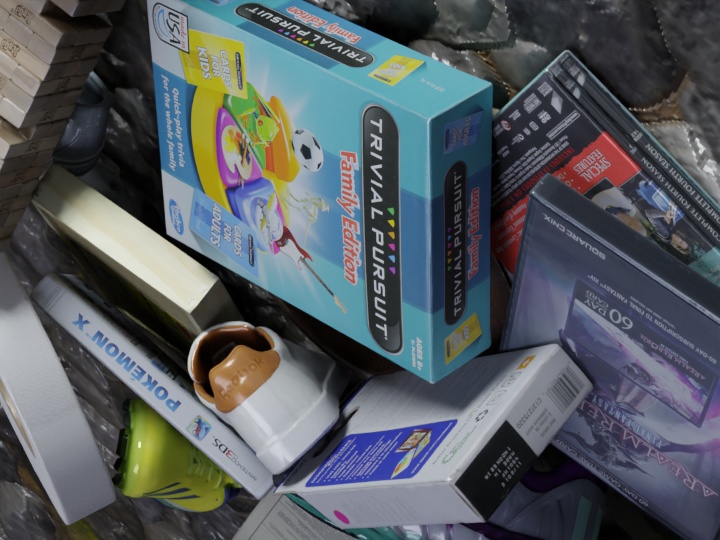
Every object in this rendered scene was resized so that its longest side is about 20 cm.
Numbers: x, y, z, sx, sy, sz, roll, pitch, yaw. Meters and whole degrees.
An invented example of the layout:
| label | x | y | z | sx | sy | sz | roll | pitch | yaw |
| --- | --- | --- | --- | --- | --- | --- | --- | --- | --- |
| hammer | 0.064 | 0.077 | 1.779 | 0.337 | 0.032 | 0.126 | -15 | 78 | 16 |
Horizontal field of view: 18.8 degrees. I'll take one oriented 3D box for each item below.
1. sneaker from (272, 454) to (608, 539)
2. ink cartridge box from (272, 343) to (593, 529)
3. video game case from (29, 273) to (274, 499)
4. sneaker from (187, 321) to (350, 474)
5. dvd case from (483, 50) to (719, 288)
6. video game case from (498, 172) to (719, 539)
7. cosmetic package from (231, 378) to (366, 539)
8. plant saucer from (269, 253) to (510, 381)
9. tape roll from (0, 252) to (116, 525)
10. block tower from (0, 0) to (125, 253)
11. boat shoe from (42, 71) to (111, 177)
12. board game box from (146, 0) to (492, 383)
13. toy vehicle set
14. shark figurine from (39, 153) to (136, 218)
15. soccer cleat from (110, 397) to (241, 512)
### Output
| label | x | y | z | sx | sy | sz | roll | pitch | yaw |
| --- | --- | --- | --- | --- | --- | --- | --- | --- | --- |
| sneaker | 0.049 | 0.119 | 1.217 | 0.199 | 0.088 | 0.074 | 15 | 163 | 26 |
| ink cartridge box | 0.033 | 0.089 | 1.131 | 0.037 | 0.095 | 0.200 | 49 | 155 | -16 |
| video game case | -0.125 | 0.069 | 1.360 | 0.182 | 0.022 | 0.200 | 42 | 177 | -2 |
| sneaker | -0.056 | 0.058 | 1.257 | 0.085 | 0.073 | 0.200 | 46 | 178 | -4 |
| dvd case | 0.131 | -0.001 | 1.035 | 0.200 | 0.022 | 0.146 | 46 | 152 | -1 |
| video game case | 0.132 | 0.051 | 1.058 | 0.142 | 0.019 | 0.201 | 35 | 152 | 18 |
| cosmetic package | -0.007 | 0.156 | 1.365 | 0.103 | 0.073 | 0.200 | 42 | 152 | 3 |
| plant saucer | 0.000 | 0.000 | 1.198 | 0.199 | 0.032 | 0.201 | 32 | 148 | 23 |
| tape roll | -0.209 | 0.061 | 1.341 | 0.204 | 0.037 | 0.203 | 59 | 167 | 21 |
| block tower | -0.193 | -0.095 | 1.196 | 0.058 | 0.054 | 0.201 | 37 | 113 | 15 |
| boat shoe | -0.221 | -0.141 | 1.277 | 0.201 | 0.070 | 0.072 | 41 | 131 | 11 |
| board game box | -0.022 | -0.053 | 1.089 | 0.199 | 0.047 | 0.152 | 28 | 134 | 37 |
| toy vehicle set | -0.121 | 0.013 | 1.310 | 0.124 | 0.027 | 0.200 | 35 | 169 | 17 |
| shark figurine | -0.245 | -0.067 | 1.374 | 0.214 | 0.090 | 0.129 | -2 | 126 | 51 |
| soccer cleat | -0.114 | 0.122 | 1.407 | 0.083 | 0.065 | 0.200 | 11 | 171 | 3 |
